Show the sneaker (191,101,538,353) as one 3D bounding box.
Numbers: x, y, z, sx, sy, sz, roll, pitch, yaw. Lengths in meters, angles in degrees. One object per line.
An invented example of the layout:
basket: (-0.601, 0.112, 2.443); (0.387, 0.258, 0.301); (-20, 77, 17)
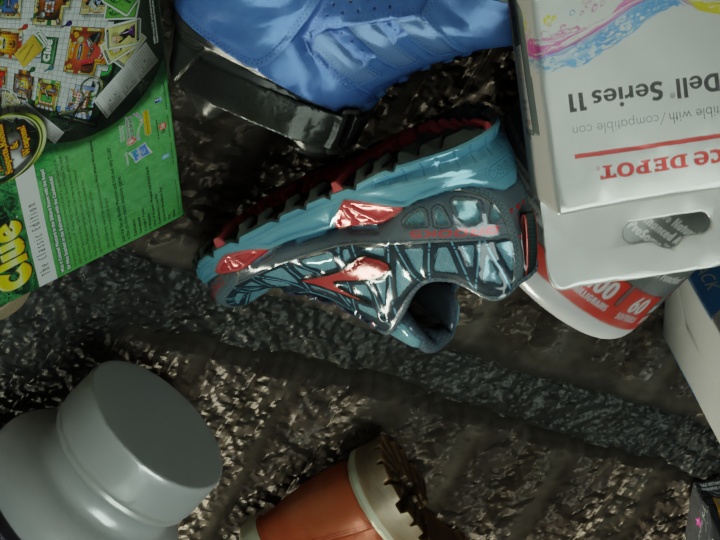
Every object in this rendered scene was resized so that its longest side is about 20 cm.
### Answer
sneaker: (0.000, 0.000, 0.932); (0.199, 0.079, 0.096); (-20, 100, 50)

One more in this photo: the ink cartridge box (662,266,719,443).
ink cartridge box: (0.268, 0.027, 1.067); (0.198, 0.116, 0.068); (-10, 130, -10)

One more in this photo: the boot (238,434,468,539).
boot: (0.014, 0.184, 1.152); (0.107, 0.075, 0.201); (-28, 122, 11)

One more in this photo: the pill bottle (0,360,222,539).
pill bottle: (-0.160, 0.141, 1.033); (0.111, 0.112, 0.200); (29, 115, -33)

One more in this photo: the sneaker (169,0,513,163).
sneaker: (0.013, -0.103, 0.913); (0.198, 0.077, 0.112); (3, 124, -17)

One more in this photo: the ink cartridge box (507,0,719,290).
ink cartridge box: (0.122, -0.092, 0.843); (0.116, 0.067, 0.202); (-9, 100, -3)

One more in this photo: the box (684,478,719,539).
box: (0.263, 0.225, 1.223); (0.131, 0.115, 0.201); (-7, 130, -10)

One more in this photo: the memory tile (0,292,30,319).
memory tile: (-0.235, 0.006, 0.966); (0.152, 0.017, 0.201); (22, 118, -30)

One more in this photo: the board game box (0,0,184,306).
board game box: (-0.130, -0.069, 0.882); (0.104, 0.023, 0.201); (-29, 149, -20)

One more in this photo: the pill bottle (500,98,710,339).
pill bottle: (0.147, -0.074, 0.950); (0.115, 0.116, 0.200); (29, 115, -33)
